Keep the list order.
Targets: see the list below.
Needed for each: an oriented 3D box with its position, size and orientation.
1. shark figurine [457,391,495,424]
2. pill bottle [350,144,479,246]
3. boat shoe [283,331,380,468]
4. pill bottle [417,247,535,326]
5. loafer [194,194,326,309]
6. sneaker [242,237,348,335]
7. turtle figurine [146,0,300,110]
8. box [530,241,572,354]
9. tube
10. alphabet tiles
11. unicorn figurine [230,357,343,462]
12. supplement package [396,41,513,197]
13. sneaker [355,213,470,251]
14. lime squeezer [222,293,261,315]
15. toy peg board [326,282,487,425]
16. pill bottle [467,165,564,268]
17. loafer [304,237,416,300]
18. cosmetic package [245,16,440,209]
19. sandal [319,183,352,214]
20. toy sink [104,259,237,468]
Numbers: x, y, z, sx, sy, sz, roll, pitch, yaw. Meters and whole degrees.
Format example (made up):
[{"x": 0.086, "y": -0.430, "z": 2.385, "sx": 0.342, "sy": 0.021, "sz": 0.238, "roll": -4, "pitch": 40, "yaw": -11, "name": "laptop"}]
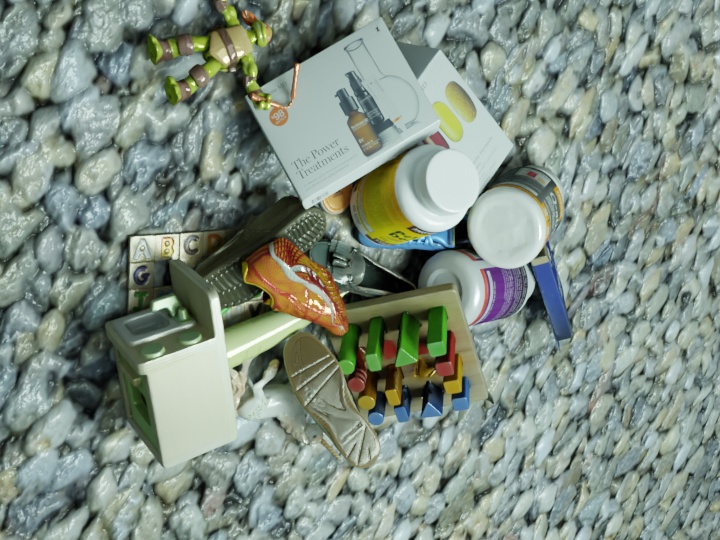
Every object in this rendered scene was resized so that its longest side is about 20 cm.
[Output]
[{"x": 0.136, "y": 0.139, "z": 1.510, "sx": 0.088, "sy": 0.129, "sz": 0.216, "roll": -23, "pitch": 141, "yaw": 1, "name": "shark figurine"}, {"x": 0.071, "y": -0.098, "z": 1.253, "sx": 0.107, "sy": 0.199, "sz": 0.112, "roll": 3, "pitch": 82, "yaw": -24, "name": "pill bottle"}, {"x": -0.044, "y": 0.175, "z": 1.302, "sx": 0.072, "sy": 0.065, "sz": 0.202, "roll": -35, "pitch": 97, "yaw": -14, "name": "boat shoe"}, {"x": 0.181, "y": 0.022, "z": 1.446, "sx": 0.198, "sy": 0.111, "sz": 0.115, "roll": -6, "pitch": 110, "yaw": -50, "name": "pill bottle"}, {"x": -0.134, "y": -0.025, "z": 1.238, "sx": 0.198, "sy": 0.068, "sz": 0.077, "roll": -33, "pitch": 133, "yaw": -5, "name": "loafer"}, {"x": -0.080, "y": 0.026, "z": 1.232, "sx": 0.076, "sy": 0.074, "sz": 0.200, "roll": -26, "pitch": 137, "yaw": 19, "name": "sneaker"}, {"x": -0.168, "y": -0.270, "z": 1.136, "sx": 0.159, "sy": 0.064, "sz": 0.204, "roll": -25, "pitch": 106, "yaw": -22, "name": "turtle figurine"}, {"x": 0.306, "y": 0.023, "z": 1.556, "sx": 0.032, "sy": 0.122, "sz": 0.202, "roll": -14, "pitch": 124, "yaw": 14, "name": "box"}, {"x": -0.108, "y": 0.074, "z": 1.293, "sx": 0.198, "sy": 0.058, "sz": 0.053, "roll": -24, "pitch": 127, "yaw": -30, "name": "tube"}, {"x": -0.208, "y": 0.031, "z": 1.248, "sx": 0.197, "sy": 0.008, "sz": 0.171, "roll": -6, "pitch": 109, "yaw": -34, "name": "alphabet tiles"}, {"x": -0.107, "y": 0.179, "z": 1.341, "sx": 0.196, "sy": 0.074, "sz": 0.140, "roll": 9, "pitch": 107, "yaw": -22, "name": "unicorn figurine"}, {"x": 0.099, "y": -0.201, "z": 1.325, "sx": 0.200, "sy": 0.109, "sz": 0.115, "roll": 42, "pitch": 80, "yaw": -38, "name": "supplement package"}, {"x": 0.087, "y": -0.061, "z": 1.387, "sx": 0.197, "sy": 0.078, "sz": 0.067, "roll": -4, "pitch": 111, "yaw": -33, "name": "sneaker"}, {"x": -0.131, "y": 0.025, "z": 1.284, "sx": 0.197, "sy": 0.038, "sz": 0.071, "roll": -20, "pitch": 149, "yaw": -30, "name": "lime squeezer"}, {"x": 0.062, "y": 0.144, "z": 1.358, "sx": 0.196, "sy": 0.099, "sz": 0.202, "roll": -11, "pitch": 121, "yaw": 15, "name": "toy peg board"}, {"x": 0.235, "y": -0.086, "z": 1.415, "sx": 0.200, "sy": 0.114, "sz": 0.119, "roll": -39, "pitch": 133, "yaw": -60, "name": "pill bottle"}, {"x": 0.000, "y": 0.000, "z": 1.344, "sx": 0.198, "sy": 0.062, "sz": 0.073, "roll": 25, "pitch": 67, "yaw": -41, "name": "loafer"}, {"x": -0.022, "y": -0.194, "z": 1.193, "sx": 0.198, "sy": 0.052, "sz": 0.153, "roll": -31, "pitch": 82, "yaw": -3, "name": "cosmetic package"}, {"x": -0.032, "y": -0.169, "z": 1.272, "sx": 0.078, "sy": 0.059, "sz": 0.210, "roll": -28, "pitch": 121, "yaw": -26, "name": "sandal"}, {"x": -0.234, "y": 0.111, "z": 1.169, "sx": 0.110, "sy": 0.130, "sz": 0.204, "roll": -18, "pitch": 119, "yaw": -28, "name": "toy sink"}]
